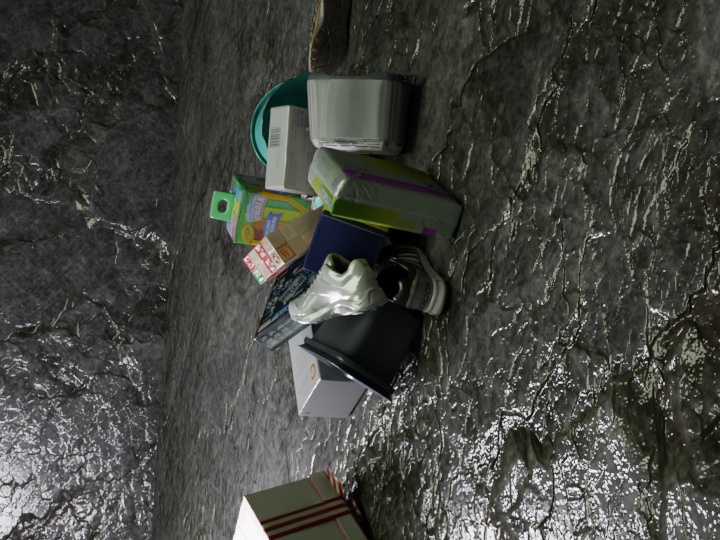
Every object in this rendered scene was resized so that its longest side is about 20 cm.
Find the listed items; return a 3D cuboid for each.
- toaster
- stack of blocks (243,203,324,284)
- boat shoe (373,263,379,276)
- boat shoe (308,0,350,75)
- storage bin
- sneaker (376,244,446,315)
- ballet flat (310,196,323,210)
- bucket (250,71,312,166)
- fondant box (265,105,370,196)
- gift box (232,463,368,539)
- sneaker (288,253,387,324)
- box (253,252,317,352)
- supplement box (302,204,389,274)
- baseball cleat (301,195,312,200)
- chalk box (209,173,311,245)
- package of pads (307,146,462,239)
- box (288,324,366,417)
[{"bbox_3d":[0.003,-0.263,1.607,0.114,0.200,0.129,-9,-78,-72],"label":"toaster"},{"bbox_3d":[-0.105,-0.061,1.748,0.059,0.200,0.115,55,145,2],"label":"stack of blocks"},{"bbox_3d":[0.000,0.000,1.659,0.200,0.072,0.073,-15,63,63],"label":"boat shoe"},{"bbox_3d":[-0.066,-0.480,1.949,0.072,0.076,0.200,-173,98,-72],"label":"boat shoe"},{"bbox_3d":[0.013,0.113,1.541,0.134,0.145,0.200,-58,21,-6],"label":"storage bin"},{"bbox_3d":[0.059,0.005,1.476,0.074,0.087,0.200,-69,26,16],"label":"sneaker"},{"bbox_3d":[-0.063,-0.128,1.879,0.072,0.068,0.200,-78,7,-45],"label":"ballet flat"},{"bbox_3d":[-0.108,-0.268,1.834,0.135,0.207,0.208,177,98,-72],"label":"bucket"},{"bbox_3d":[-0.071,-0.204,1.705,0.058,0.200,0.145,3,89,48],"label":"fondant box"},{"bbox_3d":[-0.104,0.456,1.648,0.200,0.186,0.185,55,139,36],"label":"gift box"},{"bbox_3d":[-0.041,0.025,1.473,0.200,0.078,0.100,-16,88,44],"label":"sneaker"},{"bbox_3d":[-0.095,0.033,1.662,0.200,0.046,0.159,-37,26,38],"label":"box"},{"bbox_3d":[-0.010,-0.078,1.557,0.200,0.109,0.109,-73,3,-56],"label":"supplement box"},{"bbox_3d":[-0.119,-0.205,2.008,0.200,0.070,0.107,-149,66,-67],"label":"baseball cleat"},{"bbox_3d":[-0.223,-0.129,2.074,0.124,0.200,0.125,-130,49,-61],"label":"chalk box"},{"bbox_3d":[0.032,-0.118,1.430,0.068,0.200,0.155,-70,25,18],"label":"package of pads"},{"bbox_3d":[-0.062,0.150,1.743,0.124,0.097,0.200,119,149,-45],"label":"box"}]
